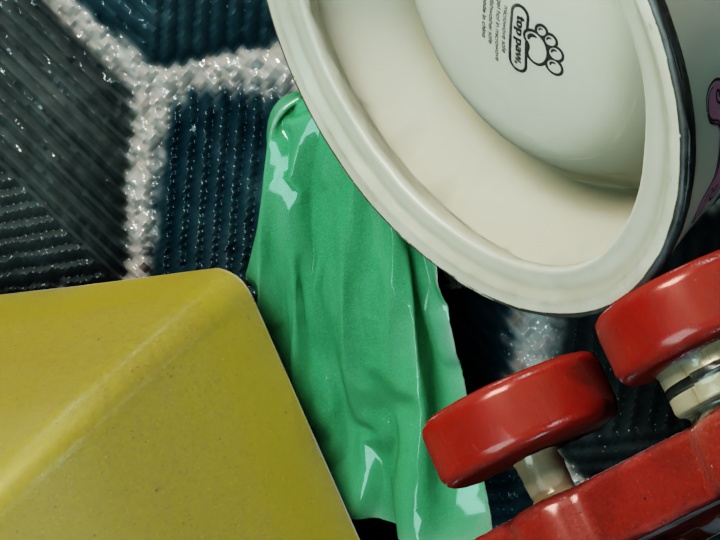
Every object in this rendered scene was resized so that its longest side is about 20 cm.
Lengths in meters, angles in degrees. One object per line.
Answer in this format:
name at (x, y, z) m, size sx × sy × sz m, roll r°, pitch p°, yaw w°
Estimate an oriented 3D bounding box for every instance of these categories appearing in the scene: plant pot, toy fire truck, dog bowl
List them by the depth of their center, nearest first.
dog bowl at (0.057, -0.089, 0.978) m, size 0.200 × 0.074 × 0.200 m, roll 34°, pitch 140°, yaw 35°
toy fire truck at (0.132, 0.063, 1.005) m, size 0.200 × 0.168 × 0.112 m, roll -33°, pitch 77°, yaw 36°
plant pot at (-0.129, 0.135, 1.139) m, size 0.200 × 0.176 × 0.200 m, roll -6°, pitch 113°, yaw 47°

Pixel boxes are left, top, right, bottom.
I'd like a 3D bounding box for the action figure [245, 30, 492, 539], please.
action figure at (0.000, 0.000, 1.105) m, size 0.118 × 0.055 × 0.200 m, roll 10°, pitch 119°, yaw 25°
